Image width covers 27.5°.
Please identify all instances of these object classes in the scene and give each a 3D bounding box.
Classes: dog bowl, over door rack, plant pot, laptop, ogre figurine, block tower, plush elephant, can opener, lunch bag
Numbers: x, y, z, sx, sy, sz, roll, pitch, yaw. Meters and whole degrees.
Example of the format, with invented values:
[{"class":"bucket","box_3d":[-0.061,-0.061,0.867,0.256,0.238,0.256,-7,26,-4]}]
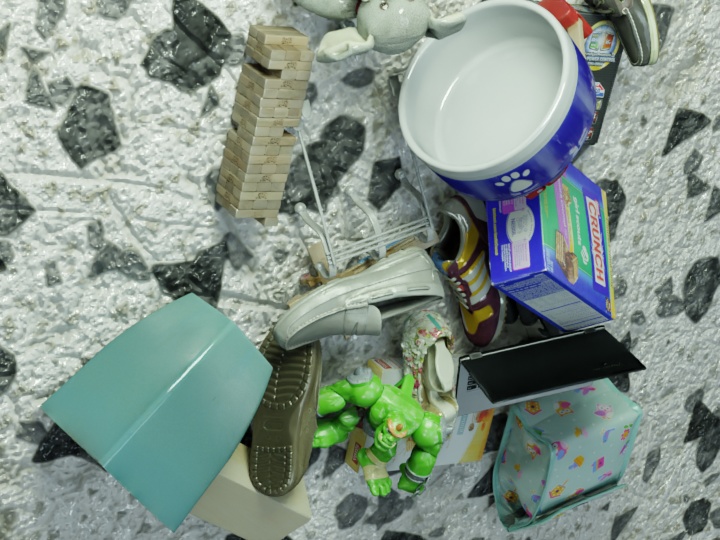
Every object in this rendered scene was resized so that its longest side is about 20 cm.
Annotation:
[{"class":"dog bowl","box_3d":[0.143,-0.177,1.535,0.201,0.200,0.079,-53,140,1]},{"class":"over door rack","box_3d":[-0.001,-0.109,1.608,0.147,0.066,0.202,-20,112,-27]},{"class":"plant pot","box_3d":[-0.201,0.136,1.553,0.200,0.141,0.142,-48,133,-13]},{"class":"laptop","box_3d":[0.218,0.144,1.744,0.185,0.117,0.201,-11,144,-9]},{"class":"ogre figurine","box_3d":[0.018,0.182,1.726,0.120,0.200,0.098,-47,179,32]},{"class":"block tower","box_3d":[-0.100,-0.147,1.515,0.057,0.054,0.202,-3,116,-34]},{"class":"plush elephant","box_3d":[0.012,-0.280,1.451,0.163,0.155,0.202,-24,127,-22]},{"class":"can opener","box_3d":[0.202,0.041,1.853,0.067,0.052,0.201,-65,145,-36]},{"class":"lunch bag","box_3d":[0.273,0.259,1.975,0.169,0.122,0.202,-18,132,-30]}]

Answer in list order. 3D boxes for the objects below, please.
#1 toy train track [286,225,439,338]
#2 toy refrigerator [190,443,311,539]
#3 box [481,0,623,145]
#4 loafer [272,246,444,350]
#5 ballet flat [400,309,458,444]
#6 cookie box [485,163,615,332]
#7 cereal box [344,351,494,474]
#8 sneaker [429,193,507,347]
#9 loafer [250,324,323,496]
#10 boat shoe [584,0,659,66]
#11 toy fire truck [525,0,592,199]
[{"class":"toy train track","box_3d":[0.000,0.000,1.676,0.199,0.032,0.116,-29,108,-19]},{"class":"toy refrigerator","box_3d":[-0.150,0.243,1.681,0.076,0.070,0.199,-35,136,21]},{"class":"box","box_3d":[0.210,-0.228,1.700,0.198,0.044,0.162,-2,117,-35]},{"class":"loafer","box_3d":[0.000,0.041,1.611,0.198,0.070,0.070,-26,159,-13]},{"class":"ballet flat","box_3d":[0.087,0.142,1.760,0.075,0.064,0.202,-25,123,-25]},{"class":"cookie box","box_3d":[0.223,-0.040,1.717,0.199,0.075,0.173,29,53,-53]},{"class":"cereal box","box_3d":[0.083,0.177,1.841,0.198,0.039,0.145,-2,115,-35]},{"class":"sneaker","box_3d":[0.122,0.002,1.752,0.089,0.075,0.202,-15,114,-30]},{"class":"loafer","box_3d":[-0.084,0.154,1.669,0.067,0.075,0.203,23,77,-72]},{"class":"boat shoe","box_3d":[0.279,-0.321,1.655,0.065,0.072,0.203,-22,102,-11]},{"class":"toy fire truck","box_3d":[0.200,-0.190,1.590,0.141,0.202,0.049,-35,136,25]}]
